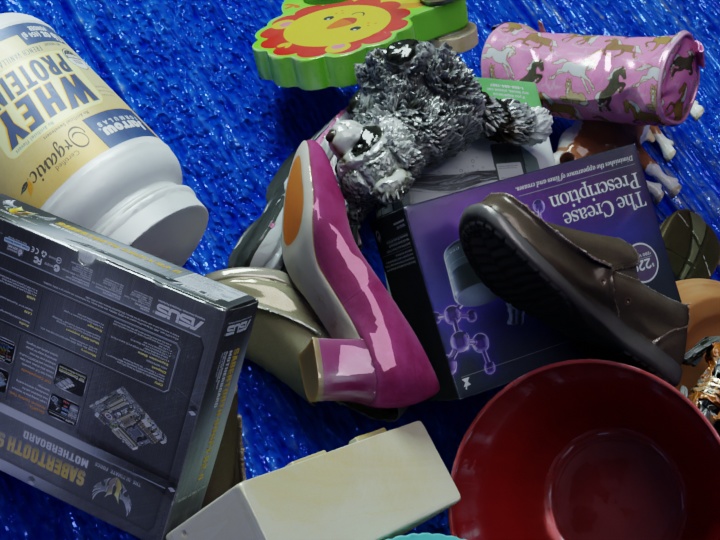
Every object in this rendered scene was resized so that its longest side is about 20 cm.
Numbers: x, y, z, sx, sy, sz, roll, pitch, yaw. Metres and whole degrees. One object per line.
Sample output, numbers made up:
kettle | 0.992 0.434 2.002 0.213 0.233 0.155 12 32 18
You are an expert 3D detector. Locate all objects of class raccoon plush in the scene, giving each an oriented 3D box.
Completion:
raccoon plush | 0.066 -0.091 0.890 0.197 0.097 0.136 8 64 -12

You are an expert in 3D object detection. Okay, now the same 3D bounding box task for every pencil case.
pencil case | 0.203 -0.176 1.039 0.199 0.088 0.082 15 7 40

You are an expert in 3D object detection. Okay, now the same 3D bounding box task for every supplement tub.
supplement tub | -0.219 -0.069 0.836 0.200 0.145 0.144 44 55 10

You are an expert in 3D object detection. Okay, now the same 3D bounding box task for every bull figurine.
bull figurine | 0.244 -0.122 1.092 0.121 0.065 0.201 31 56 -4

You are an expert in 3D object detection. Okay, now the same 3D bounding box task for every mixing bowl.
mixing bowl | 0.172 0.166 0.827 0.201 0.200 0.108 56 15 18

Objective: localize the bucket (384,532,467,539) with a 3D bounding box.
bucket | 0.031 0.269 0.719 0.205 0.135 0.209 10 57 -15

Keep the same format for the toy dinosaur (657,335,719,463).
toy dinosaur | 0.320 0.098 0.896 0.199 0.102 0.136 -32 73 -8

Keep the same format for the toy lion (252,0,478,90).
toy lion | -0.010 -0.214 1.014 0.190 0.069 0.200 -22 32 -16

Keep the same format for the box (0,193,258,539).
box | -0.177 0.059 0.734 0.198 0.160 0.048 20 14 17

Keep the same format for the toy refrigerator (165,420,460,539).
toy refrigerator | -0.025 0.156 0.754 0.199 0.076 0.070 -7 64 -55

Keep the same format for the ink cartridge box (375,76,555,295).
ink cartridge box | 0.091 -0.061 0.982 0.144 0.084 0.202 2 59 -18

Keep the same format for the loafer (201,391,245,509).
loafer | -0.116 0.101 0.777 0.072 0.071 0.202 -10 84 -24

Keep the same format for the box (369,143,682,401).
box | 0.125 0.001 0.867 0.198 0.079 0.143 -17 91 -20

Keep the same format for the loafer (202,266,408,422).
loafer | -0.040 0.057 0.865 0.198 0.076 0.069 17 49 -10

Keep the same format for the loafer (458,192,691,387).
loafer | 0.150 0.004 0.802 0.199 0.073 0.071 37 70 -22

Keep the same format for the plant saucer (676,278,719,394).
plant saucer | 0.296 0.102 0.951 0.198 0.037 0.203 7 73 -23

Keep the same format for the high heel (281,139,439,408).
high heel | 0.000 0.000 0.834 0.095 0.067 0.202 2 61 -23

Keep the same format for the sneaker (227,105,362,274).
sneaker | -0.033 -0.044 0.945 0.086 0.080 0.201 40 53 -17

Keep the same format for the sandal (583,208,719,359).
sandal | 0.243 0.021 1.004 0.082 0.055 0.200 45 55 -7
